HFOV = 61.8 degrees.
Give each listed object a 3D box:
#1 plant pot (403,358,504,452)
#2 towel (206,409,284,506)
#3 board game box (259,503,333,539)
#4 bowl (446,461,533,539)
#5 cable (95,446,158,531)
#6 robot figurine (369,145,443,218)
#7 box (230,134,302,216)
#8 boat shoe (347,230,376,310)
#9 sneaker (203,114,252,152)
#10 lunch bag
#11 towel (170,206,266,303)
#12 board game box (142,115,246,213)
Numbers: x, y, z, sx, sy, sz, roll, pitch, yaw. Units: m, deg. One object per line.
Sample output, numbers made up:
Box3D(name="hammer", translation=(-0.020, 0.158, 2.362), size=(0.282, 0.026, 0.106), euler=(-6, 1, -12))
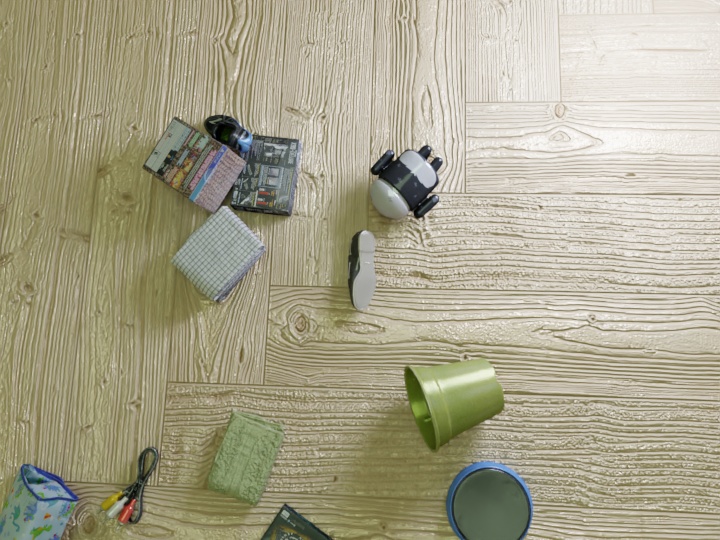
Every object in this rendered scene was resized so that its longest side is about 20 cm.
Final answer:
Box3D(name="plant pot", translation=(0.220, 0.289, 1.376), size=(0.183, 0.200, 0.201), euler=(-15, 78, -9))
Box3D(name="towel", translation=(-0.275, 0.450, 1.450), size=(0.148, 0.036, 0.201), euler=(17, 80, 7))
Box3D(name="board game box", translation=(-0.137, 0.662, 1.402), size=(0.200, 0.028, 0.136), euler=(34, 84, 9))
Box3D(name="bowl", translation=(0.298, 0.547, 1.384), size=(0.199, 0.039, 0.202), euler=(-1, 80, 5))
Box3D(name="cable", translation=(-0.543, 0.530, 1.449), size=(0.097, 0.050, 0.200), euler=(33, 85, 9))
Box3D(name="robot figurine", translation=(0.115, -0.220, 1.504), size=(0.200, 0.125, 0.150), euler=(-45, 49, -4))
Box3D(name="box", translation=(-0.245, -0.251, 1.574), size=(0.157, 0.050, 0.201), euler=(6, 80, 5))
Box3D(name="boat shoe", translation=(0.000, 0.000, 1.511), size=(0.067, 0.057, 0.201), euler=(9, 82, -30))
Box3D(name="sneaker", translation=(-0.355, -0.368, 1.562), size=(0.199, 0.083, 0.071), euler=(36, 101, 43))
Box3D(name="lunch bag", translation=(-0.784, 0.577, 1.425), size=(0.199, 0.127, 0.171), euler=(14, 79, 37))
Box3D(name="towel", translation=(-0.356, -0.042, 1.529), size=(0.165, 0.086, 0.200), euler=(41, 87, 12))
Box3D(name="board game box", translation=(-0.426, -0.271, 1.542), size=(0.200, 0.097, 0.160), euler=(33, 90, 22))
